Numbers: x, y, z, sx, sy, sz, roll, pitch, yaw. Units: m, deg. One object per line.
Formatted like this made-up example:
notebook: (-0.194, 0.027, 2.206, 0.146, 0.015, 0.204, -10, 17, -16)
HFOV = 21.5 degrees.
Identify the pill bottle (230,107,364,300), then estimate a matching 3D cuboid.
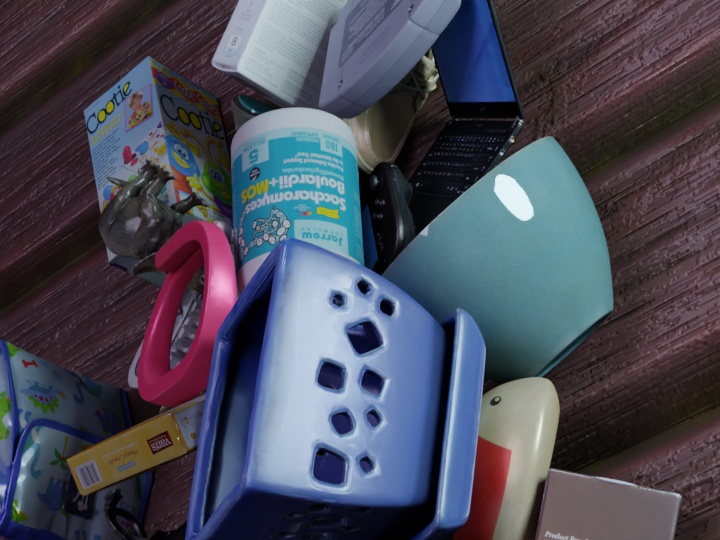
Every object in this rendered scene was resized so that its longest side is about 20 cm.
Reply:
pill bottle: (-0.052, -0.027, 1.601, 0.110, 0.110, 0.201, -25, 57, 34)

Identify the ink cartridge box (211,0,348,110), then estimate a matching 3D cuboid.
ink cartridge box: (-0.036, -0.247, 1.788, 0.047, 0.160, 0.201, 19, 84, 46)

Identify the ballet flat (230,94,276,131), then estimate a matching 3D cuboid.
ballet flat: (-0.086, -0.122, 1.813, 0.200, 0.067, 0.064, 32, 100, 62)

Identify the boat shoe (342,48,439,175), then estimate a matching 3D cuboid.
boat shoe: (0.036, -0.184, 1.754, 0.065, 0.072, 0.201, -9, 59, 43)

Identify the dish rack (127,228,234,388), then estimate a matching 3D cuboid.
dish rack: (-0.121, 0.037, 1.731, 0.199, 0.043, 0.172, -14, 45, 54)

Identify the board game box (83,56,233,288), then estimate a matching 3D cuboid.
board game box: (-0.197, -0.095, 1.914, 0.105, 0.103, 0.201, -35, 50, 26)

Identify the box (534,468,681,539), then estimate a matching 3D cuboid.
box: (0.166, 0.254, 1.376, 0.099, 0.075, 0.202, 11, 76, 11)

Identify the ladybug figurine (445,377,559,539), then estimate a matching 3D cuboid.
ladybug figurine: (0.103, 0.177, 1.454, 0.071, 0.136, 0.202, 11, 97, 6)

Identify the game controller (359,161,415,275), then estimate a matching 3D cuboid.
game controller: (0.000, 0.000, 1.659, 0.201, 0.042, 0.105, 117, 160, -45)

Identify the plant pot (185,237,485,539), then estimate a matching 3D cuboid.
plant pot: (-0.015, 0.119, 1.420, 0.200, 0.178, 0.201, 130, 152, -61)

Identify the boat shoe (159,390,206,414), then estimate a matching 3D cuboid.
boat shoe: (-0.107, 0.106, 1.758, 0.199, 0.073, 0.065, -19, 41, 40)

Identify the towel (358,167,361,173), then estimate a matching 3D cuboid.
towel: (-0.066, -0.037, 1.794, 0.146, 0.024, 0.201, 1, 65, 58)

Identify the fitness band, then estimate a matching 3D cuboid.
fitness band: (-0.147, 0.038, 1.623, 0.200, 0.037, 0.145, 143, 133, -61)

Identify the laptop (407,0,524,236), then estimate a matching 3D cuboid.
laptop: (0.059, -0.133, 1.633, 0.201, 0.103, 0.177, -56, 16, -6)

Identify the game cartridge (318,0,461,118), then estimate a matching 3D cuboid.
game cartridge: (0.030, -0.222, 1.659, 0.200, 0.040, 0.134, -42, 28, 47)

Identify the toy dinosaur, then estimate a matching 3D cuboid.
toy dinosaur: (-0.208, -0.049, 1.773, 0.200, 0.077, 0.103, 32, 85, 41)

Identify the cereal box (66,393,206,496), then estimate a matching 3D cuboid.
cereal box: (-0.130, 0.125, 1.595, 0.143, 0.199, 0.040, -26, 88, 40)

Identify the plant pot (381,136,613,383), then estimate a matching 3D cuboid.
plant pot: (0.122, 0.011, 1.507, 0.200, 0.200, 0.135, -45, 81, 19)

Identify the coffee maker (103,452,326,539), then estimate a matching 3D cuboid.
coffee maker: (-0.078, 0.205, 1.584, 0.200, 0.192, 0.135, -45, 29, 16)

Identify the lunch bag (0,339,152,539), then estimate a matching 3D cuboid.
lunch bag: (-0.299, 0.188, 1.826, 0.127, 0.170, 0.201, -38, 47, 25)
